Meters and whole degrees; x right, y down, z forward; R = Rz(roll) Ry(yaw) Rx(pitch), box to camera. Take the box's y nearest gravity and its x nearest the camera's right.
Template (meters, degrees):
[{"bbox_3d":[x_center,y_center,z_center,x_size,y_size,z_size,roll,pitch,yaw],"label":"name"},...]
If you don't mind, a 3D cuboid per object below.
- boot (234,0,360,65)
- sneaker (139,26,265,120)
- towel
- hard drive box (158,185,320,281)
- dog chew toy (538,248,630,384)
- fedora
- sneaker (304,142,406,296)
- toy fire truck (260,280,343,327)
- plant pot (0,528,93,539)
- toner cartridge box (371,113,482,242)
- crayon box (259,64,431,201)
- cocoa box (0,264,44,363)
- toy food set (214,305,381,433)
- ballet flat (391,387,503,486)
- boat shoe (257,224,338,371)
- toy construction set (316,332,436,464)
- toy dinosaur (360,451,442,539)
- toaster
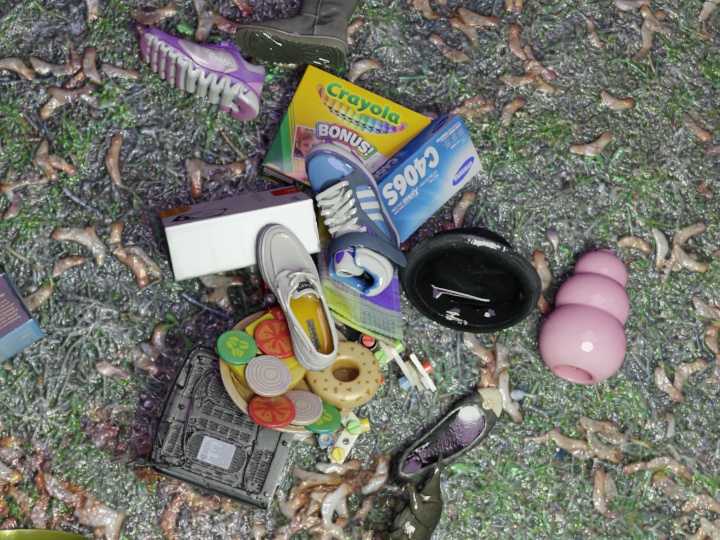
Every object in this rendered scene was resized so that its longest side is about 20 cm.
[{"bbox_3d":[-0.080,-0.399,1.783,0.182,0.073,0.200,10,64,0],"label":"boot"},{"bbox_3d":[-0.223,-0.303,1.758,0.200,0.080,0.089,29,68,-6],"label":"sneaker"},{"bbox_3d":[0.000,0.000,1.670,0.144,0.023,0.200,28,42,-29],"label":"towel"},{"bbox_3d":[-0.169,-0.053,1.653,0.200,0.156,0.077,-12,103,-11],"label":"hard drive box"},{"bbox_3d":[0.331,0.060,1.728,0.124,0.125,0.200,21,67,-3],"label":"dog chew toy"},{"bbox_3d":[0.159,-0.002,1.715,0.200,0.201,0.092,17,42,-4],"label":"fedora"},{"bbox_3d":[-0.017,-0.060,1.594,0.081,0.147,0.200,-23,113,25],"label":"sneaker"},{"bbox_3d":[-0.068,0.052,1.705,0.141,0.049,0.200,-9,79,-12],"label":"toy fire truck"},{"bbox_3d":[-0.429,0.445,1.509,0.187,0.187,0.200,3,91,-7],"label":"plant pot"},{"bbox_3d":[0.087,-0.134,1.726,0.200,0.043,0.095,-44,121,-31],"label":"toner cartridge box"},{"bbox_3d":[-0.022,-0.180,1.761,0.200,0.058,0.173,24,75,-2],"label":"crayon box"},{"bbox_3d":[-0.541,0.077,1.587,0.200,0.133,0.131,-33,84,-14],"label":"cocoa box"},{"bbox_3d":[-0.087,0.129,1.570,0.200,0.049,0.198,43,51,16],"label":"toy food set"},{"bbox_3d":[0.127,0.236,1.684,0.200,0.057,0.066,-39,85,-15],"label":"ballet flat"},{"bbox_3d":[-0.076,0.028,1.539,0.071,0.070,0.200,-13,76,-21],"label":"boat shoe"},{"bbox_3d":[0.010,0.163,1.660,0.200,0.092,0.131,-32,80,-19],"label":"toy construction set"},{"bbox_3d":[0.069,0.343,1.640,0.102,0.077,0.200,34,68,-37],"label":"toy dinosaur"},{"bbox_3d":[-0.185,0.212,1.614,0.200,0.119,0.181,19,74,-4],"label":"toaster"}]
